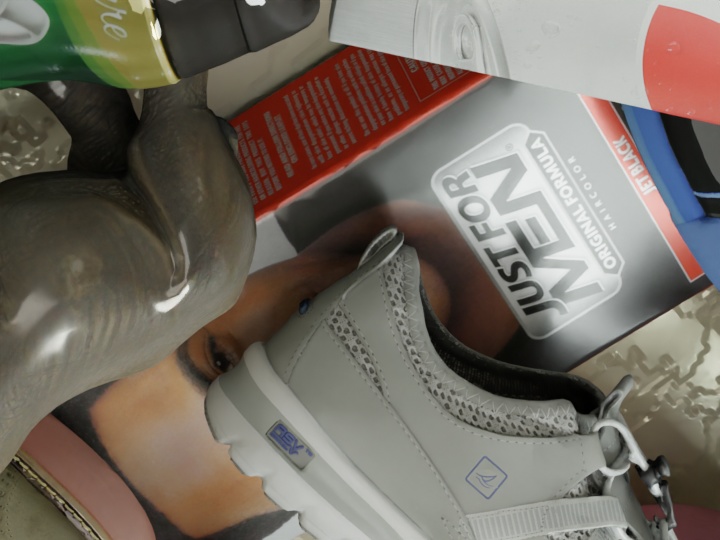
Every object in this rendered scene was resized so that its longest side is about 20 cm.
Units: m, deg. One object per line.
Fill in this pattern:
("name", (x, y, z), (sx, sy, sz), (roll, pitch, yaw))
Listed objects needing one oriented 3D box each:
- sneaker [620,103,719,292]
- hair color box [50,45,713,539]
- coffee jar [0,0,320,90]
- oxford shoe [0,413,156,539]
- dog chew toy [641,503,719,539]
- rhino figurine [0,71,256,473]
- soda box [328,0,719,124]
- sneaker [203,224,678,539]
("sneaker", (0.105, -0.084, 0.738), (0.078, 0.070, 0.201), (-13, 104, 32))
("hair color box", (0.000, 0.000, 0.805), (0.200, 0.061, 0.102), (-32, 122, 6))
("coffee jar", (-0.111, -0.080, 0.643), (0.199, 0.085, 0.105), (-12, 106, 3))
("oxford shoe", (-0.149, 0.041, 0.747), (0.200, 0.074, 0.071), (34, 137, 0))
("dog chew toy", (0.061, 0.163, 0.885), (0.200, 0.125, 0.124), (-40, 121, 18))
("rhino figurine", (-0.109, 0.013, 0.706), (0.200, 0.060, 0.088), (-36, 104, -20))
("soda box", (0.096, -0.071, 0.678), (0.199, 0.068, 0.064), (12, 111, 0))
("sneaker", (0.057, 0.069, 0.758), (0.200, 0.075, 0.082), (37, 99, -11))
